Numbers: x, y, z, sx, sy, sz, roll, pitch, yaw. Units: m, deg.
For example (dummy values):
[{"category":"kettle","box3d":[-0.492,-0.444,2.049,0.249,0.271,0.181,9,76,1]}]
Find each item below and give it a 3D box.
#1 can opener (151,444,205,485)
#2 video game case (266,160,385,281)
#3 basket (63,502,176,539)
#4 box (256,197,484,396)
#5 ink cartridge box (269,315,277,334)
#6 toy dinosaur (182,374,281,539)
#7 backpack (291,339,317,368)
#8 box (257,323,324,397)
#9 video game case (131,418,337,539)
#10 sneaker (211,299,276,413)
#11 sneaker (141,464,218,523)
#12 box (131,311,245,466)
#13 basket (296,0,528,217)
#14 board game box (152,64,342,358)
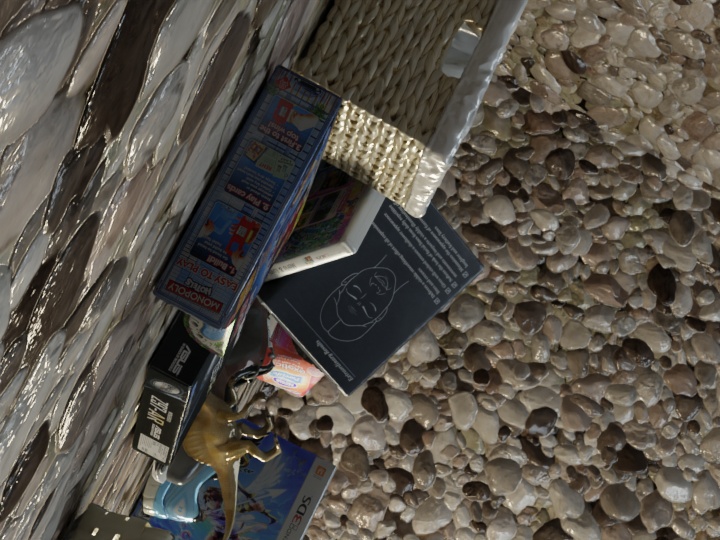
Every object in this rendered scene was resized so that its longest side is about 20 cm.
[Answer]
[{"category":"can opener","box3d":[-0.168,0.162,1.794,0.201,0.066,0.054,-55,154,-36]},{"category":"video game case","box3d":[-0.036,-0.072,1.625,0.181,0.024,0.201,-17,-146,42]},{"category":"basket","box3d":[-0.221,0.320,1.392,0.201,0.138,0.177,101,12,-49]},{"category":"box","box3d":[0.000,0.000,1.662,0.200,0.149,0.107,-42,-154,-3]},{"category":"ink cartridge box","box3d":[-0.120,0.010,1.956,0.162,0.050,0.200,-64,-164,12]},{"category":"toy dinosaur","box3d":[-0.140,0.186,1.724,0.058,0.100,0.202,-125,-161,-72]},{"category":"backpack","box3d":[0.006,0.015,1.913,0.200,0.126,0.168,-34,154,-49]},{"category":"box","box3d":[-0.073,0.042,2.025,0.103,0.094,0.202,-47,-157,56]},{"category":"video game case","box3d":[-0.155,0.275,1.934,0.183,0.198,0.045,-63,177,-13]},{"category":"sneaker","box3d":[-0.127,0.081,1.792,0.201,0.081,0.077,-63,179,-26]},{"category":"sneaker","box3d":[-0.181,0.203,1.871,0.078,0.089,0.202,113,0,-76]},{"category":"box","box3d":[-0.151,0.074,1.485,0.161,0.043,0.200,-63,178,-30]},{"category":"basket","box3d":[0.042,-0.188,1.462,0.200,0.160,0.200,-63,180,-14]},{"category":"board game box","box3d":[-0.098,-0.024,1.257,0.201,0.061,0.200,-62,178,-30]}]
